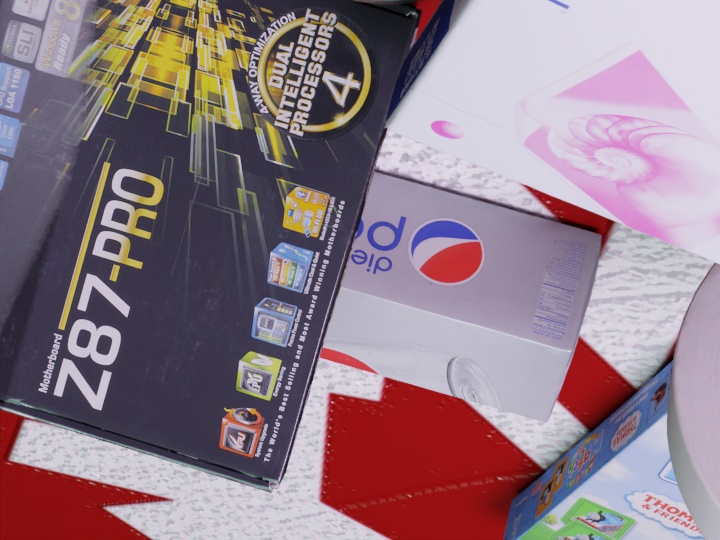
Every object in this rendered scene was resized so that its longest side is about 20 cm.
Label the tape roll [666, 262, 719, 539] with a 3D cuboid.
[{"bbox_3d":[0.219,0.055,1.105,0.201,0.204,0.037,12,149,8],"label":"tape roll"}]

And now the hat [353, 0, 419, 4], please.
[{"bbox_3d":[-0.001,-0.148,1.003,0.199,0.081,0.201,13,149,8],"label":"hat"}]

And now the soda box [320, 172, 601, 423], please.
[{"bbox_3d":[0.000,0.000,1.249,0.199,0.064,0.068,16,149,1],"label":"soda box"}]

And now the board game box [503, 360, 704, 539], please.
[{"bbox_3d":[0.177,0.116,1.374,0.150,0.037,0.200,24,147,-11],"label":"board game box"}]

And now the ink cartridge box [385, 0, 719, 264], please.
[{"bbox_3d":[0.129,-0.067,0.980,0.199,0.044,0.196,21,153,-7],"label":"ink cartridge box"}]

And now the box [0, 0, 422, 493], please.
[{"bbox_3d":[-0.079,-0.032,1.128,0.160,0.201,0.049,18,-172,2],"label":"box"}]
